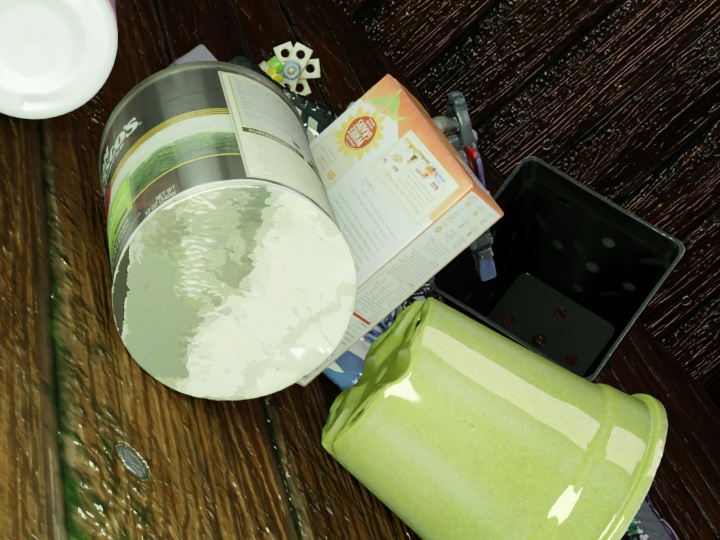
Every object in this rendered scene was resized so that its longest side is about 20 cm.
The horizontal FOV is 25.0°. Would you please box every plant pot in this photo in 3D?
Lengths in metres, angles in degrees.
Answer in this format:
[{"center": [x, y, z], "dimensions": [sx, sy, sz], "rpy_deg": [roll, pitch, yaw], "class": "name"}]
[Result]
[{"center": [0.202, 0.038, 1.747], "dimensions": [0.199, 0.200, 0.177], "rpy_deg": [32, -26, 17], "class": "plant pot"}, {"center": [0.081, 0.122, 1.146], "dimensions": [0.184, 0.200, 0.200], "rpy_deg": [35, 13, -8], "class": "plant pot"}]

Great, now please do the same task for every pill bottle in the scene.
[{"center": [-0.227, -0.190, 1.132], "dimensions": [0.111, 0.111, 0.200], "rpy_deg": [44, 11, -25], "class": "pill bottle"}]

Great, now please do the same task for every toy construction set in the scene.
[{"center": [-0.086, -0.176, 1.722], "dimensions": [0.131, 0.092, 0.200], "rpy_deg": [50, 18, -6], "class": "toy construction set"}]

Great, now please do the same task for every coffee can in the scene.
[{"center": [-0.090, -0.031, 1.034], "dimensions": [0.146, 0.146, 0.200], "rpy_deg": [43, 12, -27], "class": "coffee can"}]

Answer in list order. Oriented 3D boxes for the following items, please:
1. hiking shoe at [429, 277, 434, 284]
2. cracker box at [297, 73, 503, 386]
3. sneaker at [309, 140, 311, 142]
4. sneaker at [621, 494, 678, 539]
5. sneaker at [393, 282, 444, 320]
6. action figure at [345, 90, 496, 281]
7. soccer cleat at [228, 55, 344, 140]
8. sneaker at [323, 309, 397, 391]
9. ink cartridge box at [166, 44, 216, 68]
[{"center": [0.018, 0.003, 1.597], "dimensions": [0.101, 0.076, 0.200], "rpy_deg": [25, 19, -2], "class": "hiking shoe"}, {"center": [-0.011, -0.030, 1.201], "dimensions": [0.058, 0.200, 0.134], "rpy_deg": [37, 16, -52], "class": "cracker box"}, {"center": [-0.034, -0.092, 1.402], "dimensions": [0.115, 0.200, 0.075], "rpy_deg": [60, -30, 24], "class": "sneaker"}, {"center": [0.279, 0.262, 1.701], "dimensions": [0.200, 0.074, 0.088], "rpy_deg": [46, 16, -20], "class": "sneaker"}, {"center": [0.000, 0.000, 1.459], "dimensions": [0.066, 0.091, 0.200], "rpy_deg": [-5, 53, -41], "class": "sneaker"}, {"center": [0.062, -0.072, 1.582], "dimensions": [0.193, 0.105, 0.200], "rpy_deg": [22, -48, 58], "class": "action figure"}, {"center": [-0.044, -0.134, 1.531], "dimensions": [0.200, 0.081, 0.068], "rpy_deg": [49, 11, -2], "class": "soccer cleat"}, {"center": [-0.004, 0.030, 1.329], "dimensions": [0.075, 0.088, 0.200], "rpy_deg": [44, 13, -35], "class": "sneaker"}, {"center": [-0.113, -0.120, 1.535], "dimensions": [0.200, 0.041, 0.200], "rpy_deg": [48, 11, -8], "class": "ink cartridge box"}]
